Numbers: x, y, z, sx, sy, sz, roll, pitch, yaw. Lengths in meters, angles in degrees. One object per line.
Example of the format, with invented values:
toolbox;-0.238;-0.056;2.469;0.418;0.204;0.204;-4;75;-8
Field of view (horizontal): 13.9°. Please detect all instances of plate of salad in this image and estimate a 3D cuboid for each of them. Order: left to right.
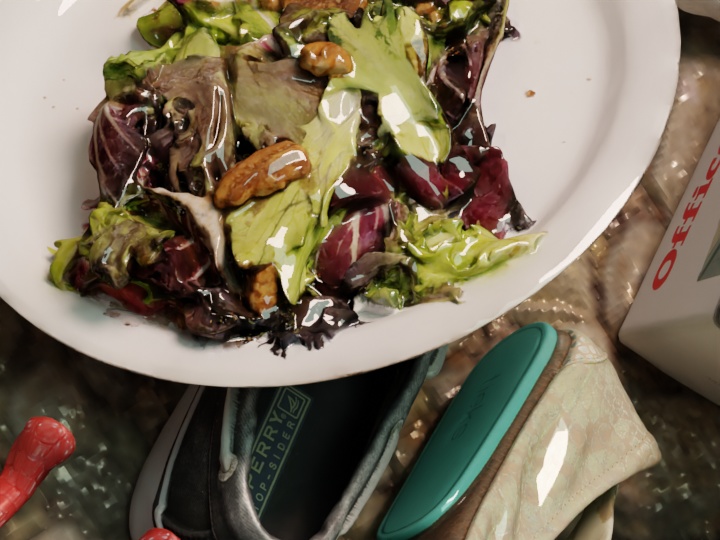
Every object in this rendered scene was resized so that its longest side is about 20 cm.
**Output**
plate of salad;-0.017;-0.057;0.772;0.199;0.048;0.201;-6;52;7

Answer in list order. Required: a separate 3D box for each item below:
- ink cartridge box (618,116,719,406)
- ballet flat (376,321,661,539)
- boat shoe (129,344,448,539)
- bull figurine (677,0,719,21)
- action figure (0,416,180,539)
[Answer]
ink cartridge box;0.166;-0.029;0.809;0.084;0.200;0.146;30;77;-13
ballet flat;0.022;0.093;0.779;0.062;0.067;0.200;50;55;-13
boat shoe;-0.002;-0.001;0.801;0.073;0.068;0.200;35;57;-11
bull figurine;0.104;-0.174;0.937;0.121;0.065;0.201;-26;85;-37
action figure;-0.122;0.117;0.700;0.065;0.052;0.200;47;58;-7
